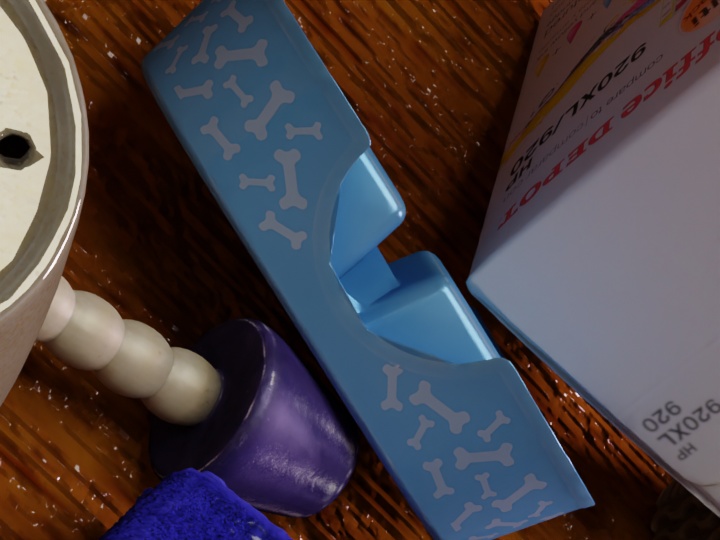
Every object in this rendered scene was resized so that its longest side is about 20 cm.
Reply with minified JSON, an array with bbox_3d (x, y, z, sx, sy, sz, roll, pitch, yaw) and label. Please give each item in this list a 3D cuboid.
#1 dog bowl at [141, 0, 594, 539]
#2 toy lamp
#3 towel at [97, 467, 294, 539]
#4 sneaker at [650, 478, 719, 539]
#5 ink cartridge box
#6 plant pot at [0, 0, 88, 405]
[{"bbox_3d":[0.000,0.000,0.872,0.200,0.050,0.111,57,1,-8],"label":"dog bowl"},{"bbox_3d":[-0.082,0.013,0.807,0.200,0.058,0.058,34,49,-32],"label":"toy lamp"},{"bbox_3d":[0.000,0.136,0.756,0.200,0.050,0.148,35,19,4],"label":"towel"},{"bbox_3d":[0.155,0.158,0.972,0.090,0.075,0.200,21,57,-32],"label":"sneaker"},{"bbox_3d":[0.146,-0.041,0.965,0.145,0.147,0.200,40,31,-14],"label":"ink cartridge box"},{"bbox_3d":[-0.142,-0.010,0.610,0.187,0.200,0.188,8,73,-29],"label":"plant pot"}]
